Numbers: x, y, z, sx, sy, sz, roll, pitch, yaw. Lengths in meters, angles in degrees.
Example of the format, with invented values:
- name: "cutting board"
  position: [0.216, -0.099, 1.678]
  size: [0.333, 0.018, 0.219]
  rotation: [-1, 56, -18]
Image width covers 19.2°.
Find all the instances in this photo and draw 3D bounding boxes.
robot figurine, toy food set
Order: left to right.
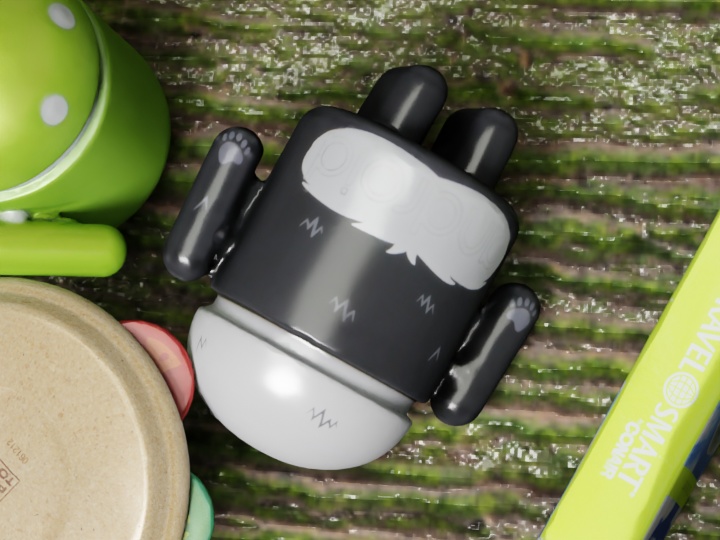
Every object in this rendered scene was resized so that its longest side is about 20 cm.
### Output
- name: "toy food set"
  position: [-0.167, 0.099, 1.020]
  size: [0.200, 0.049, 0.198]
  rotation: [30, 96, 14]
- name: "robot figurine"
  position: [-0.165, -0.080, 1.047]
  size: [0.116, 0.200, 0.176]
  rotation: [-4, 76, 13]
- name: "robot figurine"
  position: [-0.002, -0.001, 1.039]
  size: [0.150, 0.125, 0.200]
  rotation: [27, 87, 26]

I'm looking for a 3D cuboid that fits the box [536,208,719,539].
- name: "box"
  position: [0.142, 0.071, 0.992]
  size: [0.048, 0.122, 0.200]
  rotation: [29, 88, 14]
